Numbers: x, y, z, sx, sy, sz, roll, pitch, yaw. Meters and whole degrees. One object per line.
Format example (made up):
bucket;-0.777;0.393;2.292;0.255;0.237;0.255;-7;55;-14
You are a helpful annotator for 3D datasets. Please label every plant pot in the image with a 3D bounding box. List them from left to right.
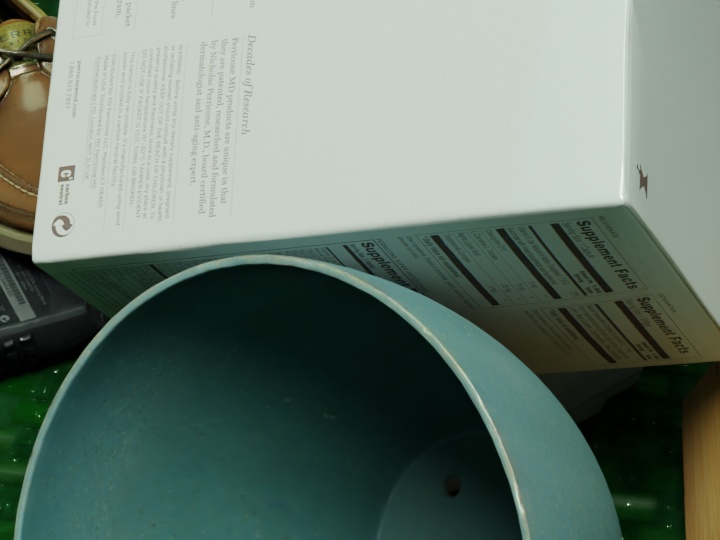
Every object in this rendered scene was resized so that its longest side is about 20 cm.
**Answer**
plant pot;0.007;0.099;0.738;0.200;0.201;0.134;33;17;33

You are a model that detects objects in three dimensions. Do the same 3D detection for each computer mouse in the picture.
computer mouse;-0.100;0.006;0.946;0.199;0.034;0.059;-14;47;-21

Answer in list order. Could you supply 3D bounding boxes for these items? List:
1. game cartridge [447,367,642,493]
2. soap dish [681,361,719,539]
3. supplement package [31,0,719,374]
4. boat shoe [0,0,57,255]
game cartridge;0.000;0.000;0.916;0.133;0.041;0.200;-28;56;-22
soap dish;0.189;0.106;0.775;0.156;0.082;0.201;1;43;4
supplement package;0.017;-0.055;0.789;0.199;0.151;0.153;-5;68;22
boat shoe;-0.149;-0.072;0.970;0.071;0.068;0.200;-11;31;-26
